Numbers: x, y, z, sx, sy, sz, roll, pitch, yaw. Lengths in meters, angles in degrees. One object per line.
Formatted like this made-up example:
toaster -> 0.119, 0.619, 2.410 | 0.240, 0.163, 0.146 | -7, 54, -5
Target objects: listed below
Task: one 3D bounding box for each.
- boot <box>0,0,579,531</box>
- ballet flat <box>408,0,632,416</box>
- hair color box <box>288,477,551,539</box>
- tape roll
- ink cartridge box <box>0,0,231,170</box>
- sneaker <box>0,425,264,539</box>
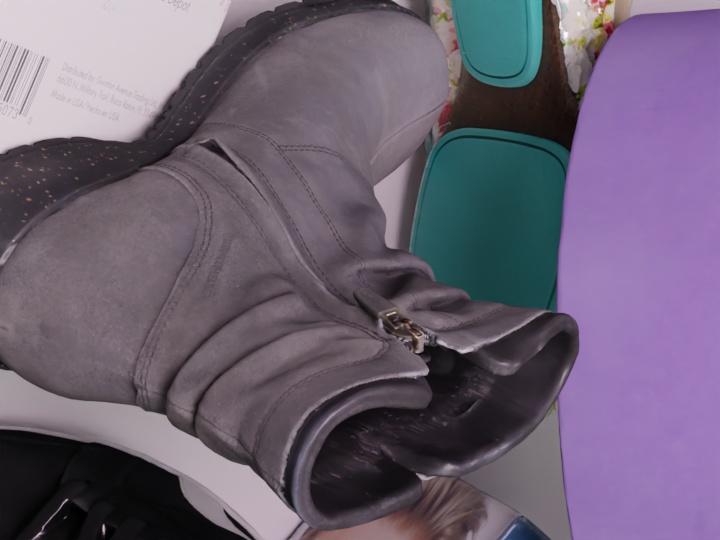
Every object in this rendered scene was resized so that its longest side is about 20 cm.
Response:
boot -> 0.000, 0.000, 0.702 | 0.200, 0.131, 0.070 | -36, 142, -47
ballet flat -> 0.054, -0.049, 0.803 | 0.064, 0.076, 0.200 | -14, 113, -43
hair color box -> -0.022, 0.147, 0.792 | 0.200, 0.100, 0.061 | -49, 114, -8
tape roll -> 0.122, 0.027, 0.777 | 0.085, 0.200, 0.200 | -3, 109, 21
ink cartridge box -> -0.079, -0.099, 0.699 | 0.116, 0.067, 0.200 | 20, 93, -64
sneaker -> -0.047, 0.082, 0.702 | 0.073, 0.200, 0.112 | -55, 159, -13
